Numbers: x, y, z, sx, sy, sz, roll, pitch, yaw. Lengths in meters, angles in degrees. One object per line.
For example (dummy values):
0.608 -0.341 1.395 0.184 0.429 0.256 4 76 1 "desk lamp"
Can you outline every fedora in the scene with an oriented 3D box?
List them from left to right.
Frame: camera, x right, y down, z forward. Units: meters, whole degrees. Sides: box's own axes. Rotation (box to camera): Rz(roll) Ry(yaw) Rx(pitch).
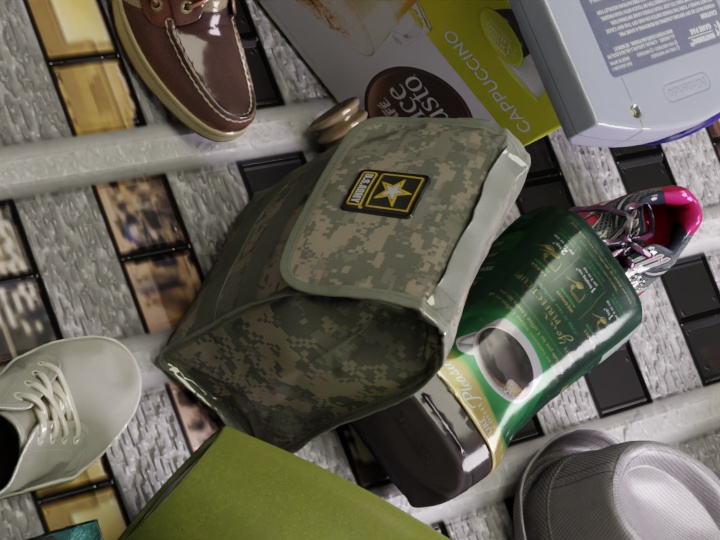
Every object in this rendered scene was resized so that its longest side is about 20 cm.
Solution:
0.192 0.183 1.844 0.200 0.090 0.177 48 43 -16 "fedora"

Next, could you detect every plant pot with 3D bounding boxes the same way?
-0.034 0.187 1.564 0.200 0.187 0.187 42 43 -4 "plant pot"

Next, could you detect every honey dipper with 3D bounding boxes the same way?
0.033 -0.018 1.837 0.201 0.038 0.038 59 41 -10 "honey dipper"

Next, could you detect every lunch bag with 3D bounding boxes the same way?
0.000 0.000 1.664 0.118 0.200 0.164 46 44 -19 "lunch bag"

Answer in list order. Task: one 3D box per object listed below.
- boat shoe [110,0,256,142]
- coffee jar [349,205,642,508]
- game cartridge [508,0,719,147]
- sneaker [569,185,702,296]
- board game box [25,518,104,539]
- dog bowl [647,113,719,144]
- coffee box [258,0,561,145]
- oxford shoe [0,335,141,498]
-0.110 -0.178 1.743 0.072 0.072 0.201 -18 83 -49 "boat shoe"
0.079 0.054 1.771 0.200 0.085 0.105 -41 99 -32 "coffee jar"
0.171 -0.147 1.748 0.200 0.041 0.134 -20 91 -48 "game cartridge"
0.158 -0.007 1.925 0.081 0.075 0.200 57 42 -7 "sneaker"
-0.157 0.241 1.501 0.135 0.028 0.201 -13 78 -49 "board game box"
0.227 -0.188 1.998 0.079 0.200 0.201 42 45 -25 "dog bowl"
0.081 -0.203 1.857 0.200 0.197 0.200 51 44 -14 "coffee box"
-0.180 0.083 1.543 0.200 0.058 0.075 -25 85 -51 "oxford shoe"
